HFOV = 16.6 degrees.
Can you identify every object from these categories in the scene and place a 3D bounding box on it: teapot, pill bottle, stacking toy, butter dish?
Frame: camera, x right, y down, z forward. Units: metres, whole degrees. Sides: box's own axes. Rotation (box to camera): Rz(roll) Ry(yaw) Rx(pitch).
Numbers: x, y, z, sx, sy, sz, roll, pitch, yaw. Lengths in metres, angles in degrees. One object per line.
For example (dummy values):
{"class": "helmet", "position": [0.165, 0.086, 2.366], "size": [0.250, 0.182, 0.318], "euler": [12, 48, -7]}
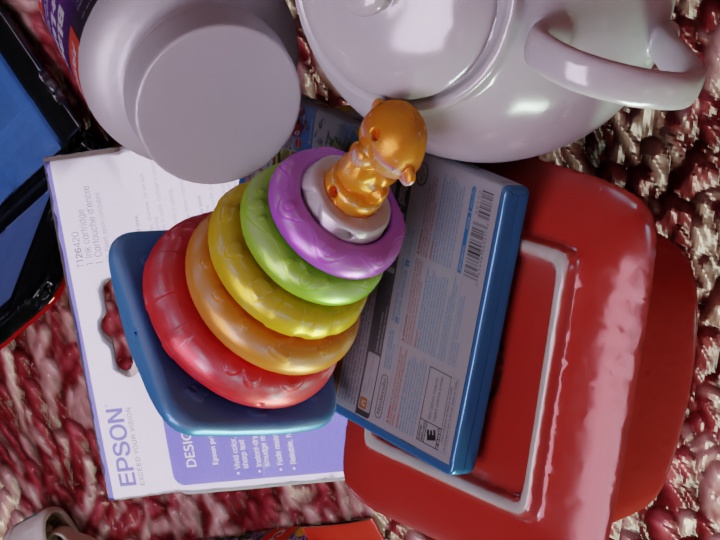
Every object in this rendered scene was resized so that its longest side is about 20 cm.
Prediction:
{"class": "teapot", "position": [0.043, -0.134, 1.130], "size": [0.199, 0.146, 0.199], "euler": [-24, 87, 34]}
{"class": "pill bottle", "position": [-0.095, -0.121, 1.244], "size": [0.200, 0.111, 0.112], "euler": [-124, 20, -58]}
{"class": "stacking toy", "position": [-0.024, -0.017, 1.158], "size": [0.200, 0.109, 0.117], "euler": [-48, 54, 43]}
{"class": "butter dish", "position": [0.102, 0.041, 1.242], "size": [0.199, 0.147, 0.202], "euler": [20, 106, 48]}

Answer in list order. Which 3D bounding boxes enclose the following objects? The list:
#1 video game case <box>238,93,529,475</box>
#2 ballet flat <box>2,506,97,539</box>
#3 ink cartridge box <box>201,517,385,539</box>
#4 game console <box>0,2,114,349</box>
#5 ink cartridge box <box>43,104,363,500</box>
{"class": "video game case", "position": [0.000, 0.000, 1.236], "size": [0.199, 0.018, 0.144], "euler": [26, 111, 46]}
{"class": "ballet flat", "position": [-0.163, 0.239, 1.674], "size": [0.200, 0.069, 0.070], "euler": [45, 138, 6]}
{"class": "ink cartridge box", "position": [-0.049, 0.222, 1.566], "size": [0.199, 0.050, 0.109], "euler": [-14, 109, 46]}
{"class": "game console", "position": [-0.249, -0.038, 1.506], "size": [0.118, 0.173, 0.200], "euler": [31, 142, -20]}
{"class": "ink cartridge box", "position": [-0.058, 0.018, 1.346], "size": [0.198, 0.047, 0.199], "euler": [-6, 100, 20]}
